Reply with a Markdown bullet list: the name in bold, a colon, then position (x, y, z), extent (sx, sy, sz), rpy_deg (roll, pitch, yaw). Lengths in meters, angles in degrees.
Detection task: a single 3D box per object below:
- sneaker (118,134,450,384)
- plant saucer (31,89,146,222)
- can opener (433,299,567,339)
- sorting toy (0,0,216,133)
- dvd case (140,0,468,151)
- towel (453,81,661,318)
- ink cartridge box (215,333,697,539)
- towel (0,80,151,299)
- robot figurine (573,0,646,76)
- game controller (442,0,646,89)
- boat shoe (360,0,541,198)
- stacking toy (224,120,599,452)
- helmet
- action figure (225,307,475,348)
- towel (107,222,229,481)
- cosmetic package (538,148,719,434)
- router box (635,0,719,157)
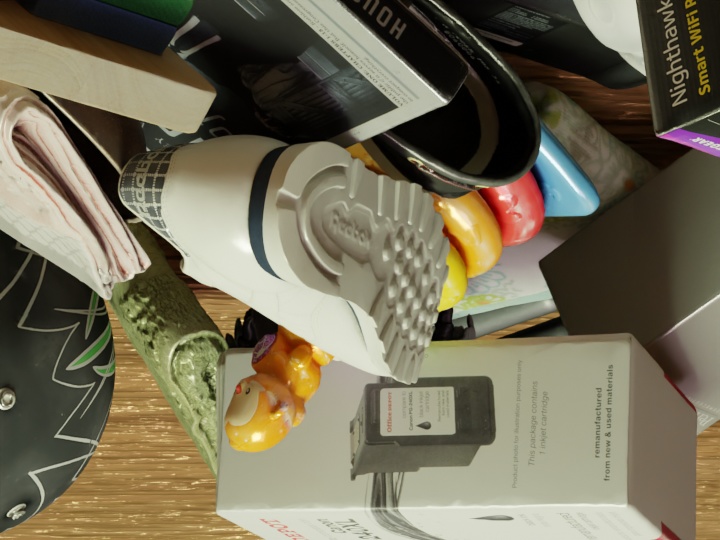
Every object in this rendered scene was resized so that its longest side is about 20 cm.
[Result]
- **sneaker**: position (-0.024, -0.008, 1.189), extent (0.080, 0.077, 0.200), rpy_deg (4, 161, 23)
- **plant saucer**: position (-0.159, -0.092, 1.179), extent (0.200, 0.032, 0.200), rpy_deg (34, 168, 8)
- **can opener**: position (0.044, 0.045, 1.663), extent (0.200, 0.053, 0.066), rpy_deg (-20, -173, 37)
- **sorting toy**: position (-0.161, -0.144, 1.010), extent (0.199, 0.200, 0.070), rpy_deg (14, 112, -51)
- **dvd case**: position (-0.066, -0.098, 1.153), extent (0.150, 0.025, 0.200), rpy_deg (41, 151, -18)
- **towel**: position (0.052, -0.025, 1.483), extent (0.200, 0.048, 0.171), rpy_deg (-17, 155, 27)
- **ink cartridge box**: position (0.047, 0.088, 1.377), extent (0.200, 0.084, 0.145), rpy_deg (-3, 164, 19)
- **towel**: position (-0.189, -0.074, 1.189), extent (0.200, 0.032, 0.191), rpy_deg (32, 167, 21)
- **robot figurine**: position (0.162, -0.113, 1.175), extent (0.200, 0.113, 0.170), rpy_deg (34, -178, -28)
- **game controller**: position (0.080, -0.122, 1.281), extent (0.200, 0.042, 0.104), rpy_deg (15, 165, -38)
- **boat shoe**: position (-0.005, -0.103, 1.192), extent (0.201, 0.074, 0.063), rpy_deg (40, 159, -27)
- **stacking toy**: position (0.000, 0.000, 1.307), extent (0.110, 0.200, 0.116), rpy_deg (45, 161, -21)
- **helmet**: position (-0.212, 0.044, 1.409), extent (0.190, 0.200, 0.200), rpy_deg (-12, 157, 7)
- **action figure**: position (-0.006, 0.037, 1.484), extent (0.130, 0.070, 0.200), rpy_deg (-11, 160, 1)
- **towel**: position (-0.093, 0.038, 1.475), extent (0.036, 0.148, 0.200), rpy_deg (-32, 147, -6)
- **cosmetic package**: position (0.199, -0.013, 1.426), extent (0.200, 0.090, 0.107), rpy_deg (-41, 143, 24)
- **router box**: position (0.158, -0.155, 0.992), extent (0.149, 0.200, 0.051), rpy_deg (-24, 153, 38)
